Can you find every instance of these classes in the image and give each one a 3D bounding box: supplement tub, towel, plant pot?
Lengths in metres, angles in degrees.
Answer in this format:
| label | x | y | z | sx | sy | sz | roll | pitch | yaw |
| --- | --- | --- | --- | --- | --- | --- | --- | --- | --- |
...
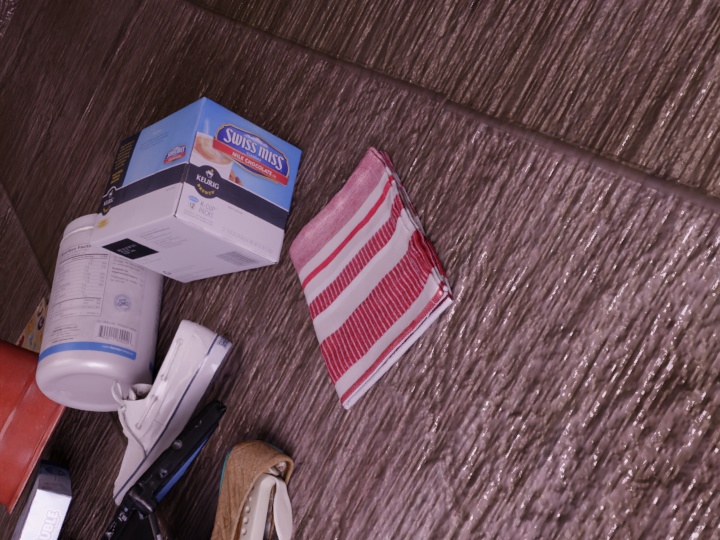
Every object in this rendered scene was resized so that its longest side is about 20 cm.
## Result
| label | x | y | z | sx | sy | sz | roll | pitch | yaw |
| --- | --- | --- | --- | --- | --- | --- | --- | --- | --- |
| supplement tub | -0.301 | 0.051 | 1.031 | 0.131 | 0.131 | 0.203 | -30 | 48 | 38 |
| towel | 0.000 | 0.000 | 0.766 | 0.144 | 0.023 | 0.201 | -49 | 39 | 24 |
| plant pot | -0.471 | 0.163 | 1.076 | 0.202 | 0.193 | 0.201 | -57 | 13 | 22 |

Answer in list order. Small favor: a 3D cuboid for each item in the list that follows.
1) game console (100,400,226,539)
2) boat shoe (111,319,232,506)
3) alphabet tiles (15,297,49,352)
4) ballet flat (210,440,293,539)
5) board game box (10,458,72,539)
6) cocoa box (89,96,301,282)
| label | x | y | z | sx | sy | sz | roll | pitch | yaw |
| --- | --- | --- | --- | --- | --- | --- | --- | --- | --- |
| game console | -0.163 | 0.242 | 0.777 | 0.176 | 0.116 | 0.200 | -48 | -2 | -39 |
| boat shoe | -0.215 | 0.140 | 0.889 | 0.204 | 0.085 | 0.075 | -59 | 2 | 7 |
| alphabet tiles | -0.501 | 0.136 | 1.343 | 0.167 | 0.006 | 0.201 | -54 | 37 | 17 |
| ballet flat | -0.093 | 0.242 | 0.725 | 0.071 | 0.068 | 0.203 | -4 | 62 | 33 |
| board game box | -0.385 | 0.335 | 1.005 | 0.199 | 0.043 | 0.203 | 172 | 117 | -71 |
| cocoa box | -0.180 | -0.079 | 0.945 | 0.199 | 0.132 | 0.133 | -10 | 62 | 49 |
